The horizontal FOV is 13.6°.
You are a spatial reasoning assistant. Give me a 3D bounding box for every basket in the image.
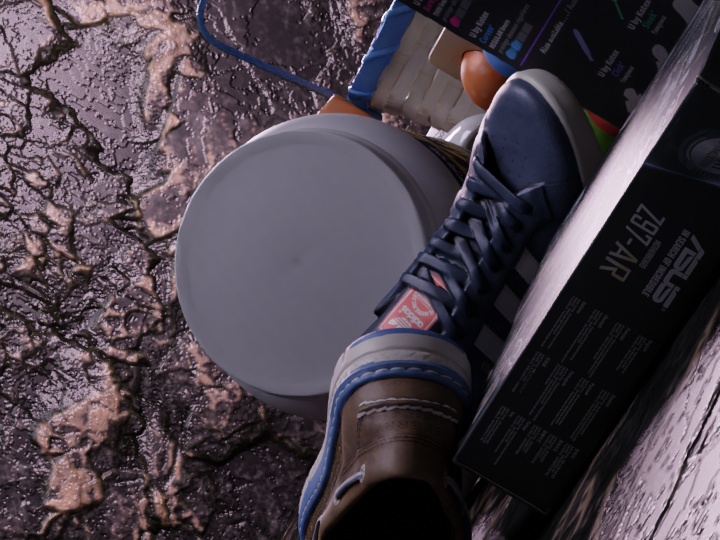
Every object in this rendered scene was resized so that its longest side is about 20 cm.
[{"bbox_3d":[0.027,-0.164,1.716,0.177,0.199,0.139,-59,3,2],"label":"basket"}]

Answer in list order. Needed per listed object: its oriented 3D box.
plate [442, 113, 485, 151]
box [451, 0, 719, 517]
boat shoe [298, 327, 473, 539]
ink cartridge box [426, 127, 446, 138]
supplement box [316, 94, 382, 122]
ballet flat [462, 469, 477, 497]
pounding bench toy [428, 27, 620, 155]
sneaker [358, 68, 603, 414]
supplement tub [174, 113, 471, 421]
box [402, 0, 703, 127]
[{"bbox_3d":[0.062,-0.022,1.664,0.199,0.032,0.200,-17,-38,-54],"label":"plate"},{"bbox_3d":[0.113,-0.028,1.128,0.200,0.043,0.160,-60,1,36],"label":"box"},{"bbox_3d":[0.008,0.109,1.203,0.200,0.072,0.073,88,-175,-51],"label":"boat shoe"},{"bbox_3d":[0.063,-0.024,1.865,0.201,0.099,0.039,-62,32,3],"label":"ink cartridge box"},{"bbox_3d":[0.019,-0.016,1.741,0.067,0.069,0.200,-49,-36,-10],"label":"supplement box"},{"bbox_3d":[0.010,0.125,1.529,0.070,0.069,0.200,-61,5,-21],"label":"ballet flat"},{"bbox_3d":[0.116,-0.127,1.459,0.156,0.124,0.200,-61,1,-15],"label":"pounding bench toy"},{"bbox_3d":[0.045,0.007,1.286,0.084,0.075,0.201,-15,-48,-30],"label":"sneaker"},{"bbox_3d":[0.000,0.000,1.453,0.145,0.144,0.200,-60,-15,7],"label":"supplement tub"},{"bbox_3d":[0.088,-0.162,1.277,0.122,0.199,0.106,-61,1,-36],"label":"box"}]
